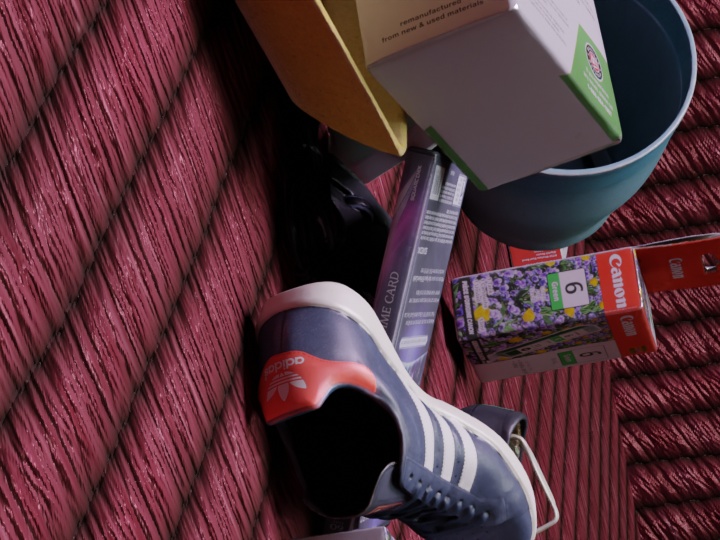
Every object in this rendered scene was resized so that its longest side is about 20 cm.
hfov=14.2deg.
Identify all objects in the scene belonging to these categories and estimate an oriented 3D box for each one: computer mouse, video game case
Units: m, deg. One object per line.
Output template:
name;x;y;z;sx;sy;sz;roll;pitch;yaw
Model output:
computer mouse;0.000;0.000;1.540;0.141;0.046;0.200;-94;170;-45
video game case;0.020;0.038;1.492;0.143;0.019;0.200;5;99;-81

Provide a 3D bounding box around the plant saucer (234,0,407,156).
plant saucer;-0.037;-0.178;1.400;0.200;0.048;0.200;-89;155;-48

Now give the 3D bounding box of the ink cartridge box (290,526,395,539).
ink cartridge box;0.014;0.202;1.405;0.200;0.050;0.109;58;24;-67

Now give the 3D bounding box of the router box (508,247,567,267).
router box;0.156;-0.107;2.709;0.200;0.049;0.180;-65;145;-76

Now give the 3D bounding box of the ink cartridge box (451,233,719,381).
ink cartridge box;0.173;0.028;2.099;0.109;0.200;0.050;58;23;-68

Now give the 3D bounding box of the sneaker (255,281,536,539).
sneaker;0.014;0.096;1.363;0.200;0.075;0.085;45;34;-33

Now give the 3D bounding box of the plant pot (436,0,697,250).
plant pot;0.140;-0.115;2.188;0.188;0.200;0.200;98;-12;-63

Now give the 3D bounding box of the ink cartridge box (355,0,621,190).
ink cartridge box;0.053;-0.165;1.443;0.146;0.084;0.200;43;32;-54

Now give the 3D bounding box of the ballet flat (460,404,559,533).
ballet flat;0.103;0.188;1.965;0.073;0.073;0.201;39;42;-77

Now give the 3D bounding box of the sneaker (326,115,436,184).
sneaker;-0.001;-0.115;1.581;0.118;0.074;0.200;51;-12;-4
